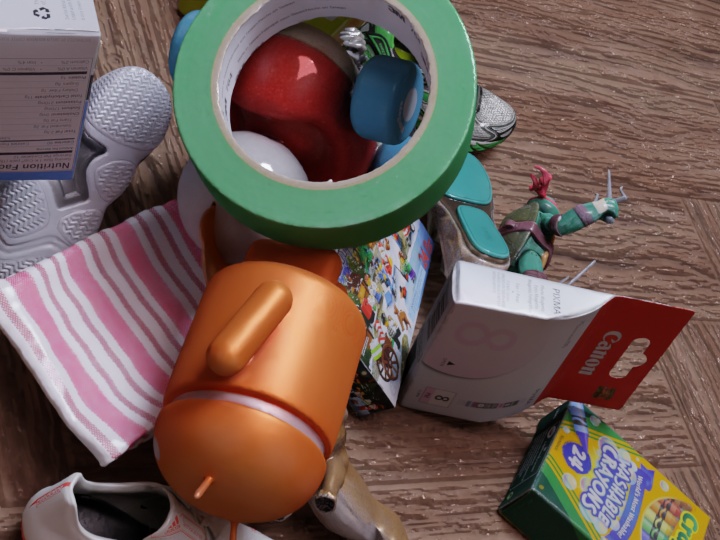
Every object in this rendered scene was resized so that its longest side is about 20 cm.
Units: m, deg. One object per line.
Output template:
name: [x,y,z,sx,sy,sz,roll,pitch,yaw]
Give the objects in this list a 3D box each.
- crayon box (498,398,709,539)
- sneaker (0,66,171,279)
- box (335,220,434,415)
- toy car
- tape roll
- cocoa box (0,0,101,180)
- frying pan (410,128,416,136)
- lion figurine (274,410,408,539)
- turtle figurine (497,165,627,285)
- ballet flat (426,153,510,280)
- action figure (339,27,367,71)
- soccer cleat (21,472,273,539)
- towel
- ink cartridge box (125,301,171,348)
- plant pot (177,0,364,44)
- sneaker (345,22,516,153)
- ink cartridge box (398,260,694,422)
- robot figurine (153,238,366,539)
crayon box: [0.225,0.221,1.144,0.200,0.052,0.126,42,42,-5]
sneaker: [-0.227,-0.067,0.985,0.075,0.114,0.200,45,75,-25]
box: [0.000,0.000,1.099,0.137,0.038,0.200,55,33,-32]
toy car: [-0.070,-0.061,0.969,0.184,0.177,0.200,18,63,19]
tape roll: [-0.023,-0.116,0.880,0.200,0.048,0.201,-1,75,3]
cocoa box: [-0.254,-0.170,0.853,0.133,0.131,0.200,-3,52,-23]
frying pan: [0.035,-0.111,1.162,0.190,0.031,0.115,12,75,-81]
lion figurine: [-0.010,0.171,0.974,0.123,0.072,0.200,-74,143,-63]
turtle figurine: [0.165,-0.008,1.218,0.100,0.150,0.200,24,51,6]
ballet flat: [0.088,-0.041,1.216,0.068,0.067,0.200,17,30,-13]
action figure: [-0.043,-0.154,1.180,0.200,0.102,0.119,26,60,-21]
soccer cleat: [-0.121,0.178,0.867,0.199,0.085,0.069,21,47,-25]
towel: [-0.151,0.034,0.916,0.146,0.030,0.200,50,38,7]
ink cartridge box: [-0.113,0.033,1.029,0.161,0.050,0.200,45,29,-1]
plant pot: [-0.064,-0.320,1.229,0.198,0.200,0.182,9,61,-35]
sneaker: [0.076,-0.184,1.313,0.200,0.085,0.078,23,46,-25]
ink cartridge box: [0.146,0.072,1.072,0.199,0.163,0.057,15,52,-6]
robot figurine: [-0.065,0.074,0.856,0.116,0.144,0.201,30,56,-20]
